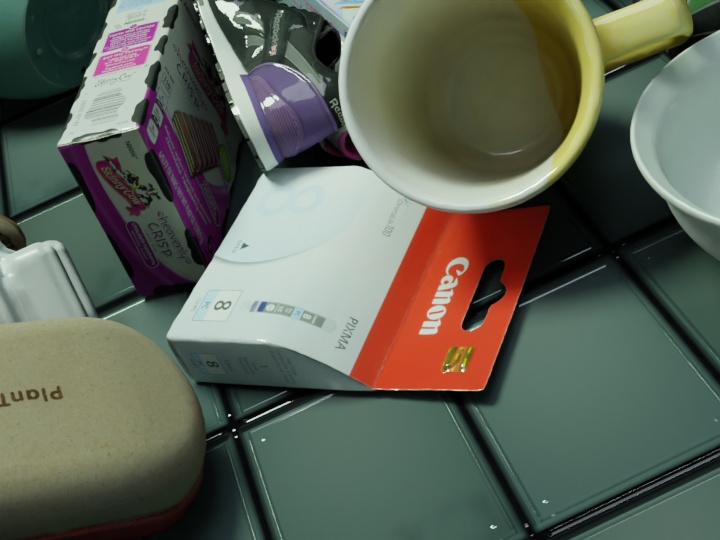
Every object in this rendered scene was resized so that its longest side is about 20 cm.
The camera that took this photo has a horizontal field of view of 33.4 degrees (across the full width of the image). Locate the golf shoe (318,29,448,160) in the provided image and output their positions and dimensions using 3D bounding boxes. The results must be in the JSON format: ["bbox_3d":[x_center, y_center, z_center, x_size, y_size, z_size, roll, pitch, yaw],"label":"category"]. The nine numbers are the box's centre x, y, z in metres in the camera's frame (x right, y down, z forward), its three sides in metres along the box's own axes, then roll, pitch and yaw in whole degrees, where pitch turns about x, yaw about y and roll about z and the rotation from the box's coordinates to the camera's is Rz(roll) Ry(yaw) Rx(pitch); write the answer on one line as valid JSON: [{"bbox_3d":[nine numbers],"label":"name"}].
[{"bbox_3d":[-0.020,-0.126,0.879,0.200,0.075,0.092,8,51,34],"label":"golf shoe"}]

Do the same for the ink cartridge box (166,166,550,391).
[{"bbox_3d":[0.000,0.000,0.741,0.200,0.047,0.160,-1,43,29],"label":"ink cartridge box"}]

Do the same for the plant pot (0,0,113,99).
[{"bbox_3d":[-0.308,-0.242,1.067,0.161,0.201,0.201,22,55,26],"label":"plant pot"}]

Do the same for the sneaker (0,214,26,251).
[{"bbox_3d":[-0.342,-0.025,0.922,0.200,0.071,0.076,-10,40,16],"label":"sneaker"}]

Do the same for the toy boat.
[{"bbox_3d":[-0.185,0.109,0.653,0.200,0.131,0.131,-5,49,-26],"label":"toy boat"}]

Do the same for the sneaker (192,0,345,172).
[{"bbox_3d":[-0.059,-0.157,0.856,0.087,0.076,0.200,-24,54,1],"label":"sneaker"}]

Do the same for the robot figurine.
[{"bbox_3d":[-0.271,0.050,0.765,0.200,0.113,0.170,-25,2,-2],"label":"robot figurine"}]

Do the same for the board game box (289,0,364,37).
[{"bbox_3d":[0.057,-0.252,1.007,0.200,0.041,0.200,-29,39,-8],"label":"board game box"}]

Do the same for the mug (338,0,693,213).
[{"bbox_3d":[0.096,-0.107,0.737,0.186,0.150,0.153,15,7,14],"label":"mug"}]

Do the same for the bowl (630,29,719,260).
[{"bbox_3d":[0.252,-0.055,0.645,0.201,0.090,0.201,-14,39,12],"label":"bowl"}]

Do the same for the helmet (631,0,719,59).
[{"bbox_3d":[0.266,-0.215,0.760,0.190,0.200,0.200,9,46,11],"label":"helmet"}]

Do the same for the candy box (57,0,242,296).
[{"bbox_3d":[-0.140,-0.100,0.855,0.061,0.137,0.200,-11,41,12],"label":"candy box"}]
